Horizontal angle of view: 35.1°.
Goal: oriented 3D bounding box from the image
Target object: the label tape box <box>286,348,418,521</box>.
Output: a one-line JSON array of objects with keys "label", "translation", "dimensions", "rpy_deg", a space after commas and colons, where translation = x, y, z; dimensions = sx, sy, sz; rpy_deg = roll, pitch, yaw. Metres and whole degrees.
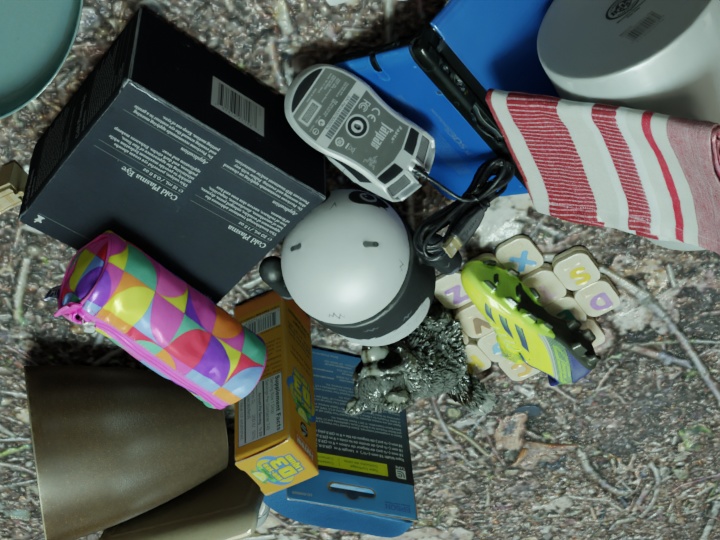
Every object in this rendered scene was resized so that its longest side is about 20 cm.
[{"label": "label tape box", "translation": [-0.023, 0.182, 1.192], "dimensions": [0.142, 0.202, 0.064], "rpy_deg": [13, 133, -17]}]

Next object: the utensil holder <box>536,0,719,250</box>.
[{"label": "utensil holder", "translation": [0.255, -0.145, 0.924], "dimensions": [0.168, 0.171, 0.200], "rpy_deg": [-27, 128, 21]}]

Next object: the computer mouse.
[{"label": "computer mouse", "translation": [0.024, -0.100, 0.962], "dimensions": [0.199, 0.044, 0.110], "rpy_deg": [37, 85, -1]}]

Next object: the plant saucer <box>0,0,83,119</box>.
[{"label": "plant saucer", "translation": [-0.292, -0.208, 0.840], "dimensions": [0.197, 0.027, 0.204], "rpy_deg": [1, 95, 10]}]

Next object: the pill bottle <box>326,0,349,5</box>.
[{"label": "pill bottle", "translation": [0.059, -0.264, 0.829], "dimensions": [0.197, 0.110, 0.109], "rpy_deg": [-16, 134, 10]}]

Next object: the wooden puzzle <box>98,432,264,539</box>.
[{"label": "wooden puzzle", "translation": [-0.182, 0.250, 1.250], "dimensions": [0.182, 0.200, 0.038], "rpy_deg": [-15, 110, 10]}]

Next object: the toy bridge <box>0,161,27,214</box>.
[{"label": "toy bridge", "translation": [-0.390, -0.038, 1.042], "dimensions": [0.198, 0.068, 0.027], "rpy_deg": [-21, 133, 16]}]

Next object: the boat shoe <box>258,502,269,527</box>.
[{"label": "boat shoe", "translation": [-0.206, 0.278, 1.365], "dimensions": [0.197, 0.072, 0.066], "rpy_deg": [1, 130, -7]}]

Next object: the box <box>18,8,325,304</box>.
[{"label": "box", "translation": [-0.160, -0.087, 0.985], "dimensions": [0.199, 0.105, 0.182], "rpy_deg": [30, 126, -29]}]

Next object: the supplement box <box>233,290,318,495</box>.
[{"label": "supplement box", "translation": [-0.084, 0.115, 1.122], "dimensions": [0.068, 0.202, 0.067], "rpy_deg": [-21, 133, 17]}]

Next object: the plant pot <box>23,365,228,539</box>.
[{"label": "plant pot", "translation": [-0.246, 0.180, 1.209], "dimensions": [0.197, 0.188, 0.189], "rpy_deg": [-8, 137, -17]}]

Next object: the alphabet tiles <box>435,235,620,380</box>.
[{"label": "alphabet tiles", "translation": [0.169, 0.047, 1.208], "dimensions": [0.198, 0.015, 0.196], "rpy_deg": [-28, 130, 20]}]

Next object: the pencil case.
[{"label": "pencil case", "translation": [-0.173, 0.049, 0.990], "dimensions": [0.088, 0.089, 0.199], "rpy_deg": [-35, 129, 27]}]

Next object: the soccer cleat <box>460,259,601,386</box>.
[{"label": "soccer cleat", "translation": [0.163, 0.062, 1.167], "dimensions": [0.199, 0.065, 0.083], "rpy_deg": [35, 125, -30]}]

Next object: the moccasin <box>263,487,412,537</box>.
[{"label": "moccasin", "translation": [-0.031, 0.270, 1.374], "dimensions": [0.198, 0.069, 0.081], "rpy_deg": [22, 137, -22]}]

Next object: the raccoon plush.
[{"label": "raccoon plush", "translation": [0.071, 0.125, 1.167], "dimensions": [0.199, 0.135, 0.096], "rpy_deg": [37, 138, -20]}]

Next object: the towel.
[{"label": "towel", "translation": [0.199, -0.077, 0.892], "dimensions": [0.198, 0.023, 0.145], "rpy_deg": [17, 152, 39]}]

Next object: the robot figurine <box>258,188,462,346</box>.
[{"label": "robot figurine", "translation": [0.001, -0.002, 1.048], "dimensions": [0.150, 0.125, 0.200], "rpy_deg": [-45, 159, 2]}]

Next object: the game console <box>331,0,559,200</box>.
[{"label": "game console", "translation": [0.103, -0.167, 0.990], "dimensions": [0.169, 0.120, 0.200], "rpy_deg": [-2, 145, 45]}]
